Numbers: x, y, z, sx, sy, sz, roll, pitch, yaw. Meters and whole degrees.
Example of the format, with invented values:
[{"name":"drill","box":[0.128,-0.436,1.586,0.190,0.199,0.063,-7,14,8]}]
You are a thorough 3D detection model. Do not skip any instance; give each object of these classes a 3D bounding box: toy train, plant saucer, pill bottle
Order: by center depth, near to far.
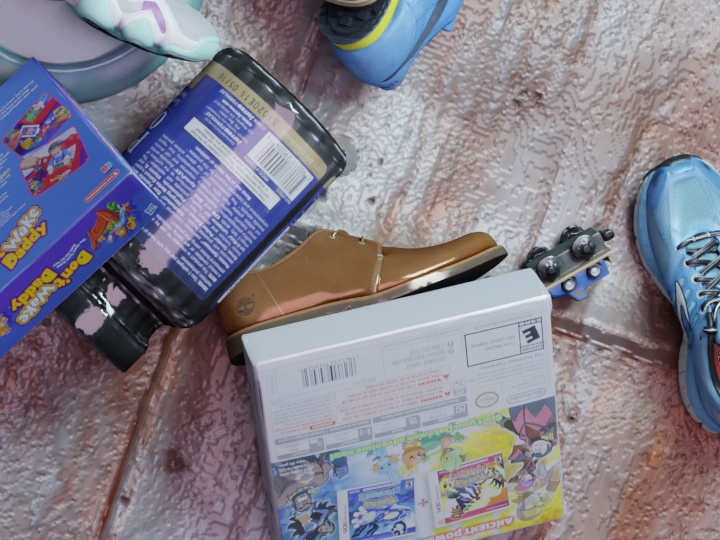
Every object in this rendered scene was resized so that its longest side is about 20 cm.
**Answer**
[{"name":"pill bottle","box":[-0.113,-0.035,1.631,0.112,0.112,0.200,45,86,-12]},{"name":"plant saucer","box":[-0.193,-0.206,1.642,0.200,0.027,0.201,-1,96,-11]},{"name":"toy train","box":[0.088,0.031,1.718,0.200,0.034,0.046,-31,112,-6]}]

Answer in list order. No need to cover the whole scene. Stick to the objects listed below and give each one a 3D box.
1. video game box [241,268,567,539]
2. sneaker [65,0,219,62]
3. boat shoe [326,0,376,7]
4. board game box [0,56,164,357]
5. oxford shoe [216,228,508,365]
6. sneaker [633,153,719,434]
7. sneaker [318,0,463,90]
[{"name":"video game box","box":[0.031,0.104,1.675,0.200,0.047,0.182,-12,120,-10]},{"name":"sneaker","box":[-0.155,-0.226,1.594,0.200,0.078,0.140,28,90,-13]},{"name":"boat shoe","box":[-0.057,-0.247,1.615,0.072,0.072,0.200,-42,84,-3]},{"name":"board game box","box":[-0.236,-0.020,1.589,0.200,0.134,0.045,-42,141,1]},{"name":"oxford shoe","box":[0.000,0.000,1.683,0.200,0.071,0.071,-15,75,-14]},{"name":"sneaker","box":[0.246,0.017,1.720,0.078,0.090,0.200,-19,98,-9]},{"name":"sneaker","box":[0.046,-0.211,1.680,0.078,0.066,0.200,41,74,-48]}]
